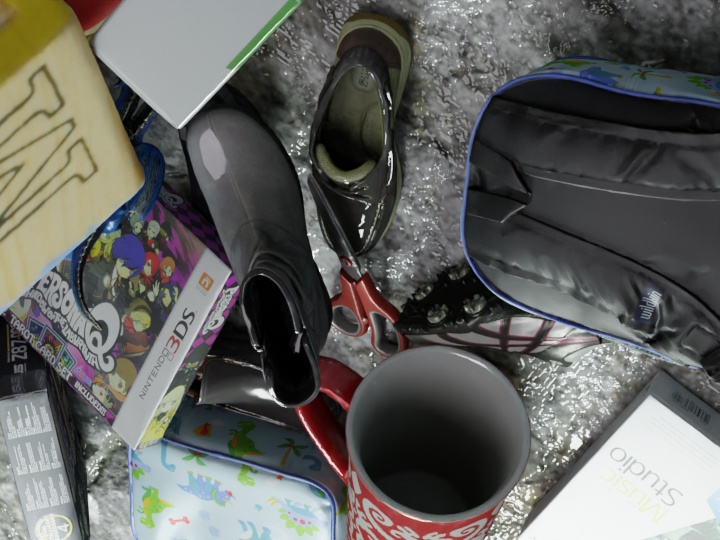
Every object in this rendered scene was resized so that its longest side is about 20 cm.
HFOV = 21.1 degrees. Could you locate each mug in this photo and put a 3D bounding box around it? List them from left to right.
[{"bbox_3d":[0.040,0.143,1.453,0.178,0.133,0.200,60,163,24],"label":"mug"}]

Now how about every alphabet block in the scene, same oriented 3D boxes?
[{"bbox_3d":[-0.287,-0.100,1.259,0.195,0.196,0.200,39,163,23],"label":"alphabet block"}]

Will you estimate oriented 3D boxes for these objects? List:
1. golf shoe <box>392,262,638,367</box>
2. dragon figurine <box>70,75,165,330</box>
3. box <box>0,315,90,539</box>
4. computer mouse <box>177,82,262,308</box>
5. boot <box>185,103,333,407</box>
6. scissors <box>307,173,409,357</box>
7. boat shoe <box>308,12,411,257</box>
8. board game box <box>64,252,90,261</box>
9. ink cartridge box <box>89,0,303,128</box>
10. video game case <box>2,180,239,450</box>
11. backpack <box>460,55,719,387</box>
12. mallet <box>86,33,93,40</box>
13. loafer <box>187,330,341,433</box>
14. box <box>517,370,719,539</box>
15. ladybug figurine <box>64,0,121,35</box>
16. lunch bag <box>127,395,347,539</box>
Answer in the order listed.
[{"bbox_3d":[0.117,0.038,1.393,0.199,0.077,0.088,-10,123,33],"label":"golf shoe"},{"bbox_3d":[-0.178,-0.066,1.386,0.059,0.201,0.099,19,161,-21],"label":"dragon figurine"},{"bbox_3d":[-0.264,0.140,1.608,0.049,0.161,0.201,-11,122,-6],"label":"box"},{"bbox_3d":[-0.113,-0.067,1.466,0.140,0.046,0.201,17,126,42],"label":"computer mouse"},{"bbox_3d":[-0.067,-0.015,1.341,0.069,0.132,0.201,-24,104,9],"label":"boot"},{"bbox_3d":[0.000,0.000,1.427,0.073,0.014,0.201,24,149,21],"label":"scissors"},{"bbox_3d":[-0.008,-0.086,1.375,0.071,0.066,0.202,18,130,12],"label":"boat shoe"},{"bbox_3d":[-0.286,-0.074,1.512,0.199,0.019,0.104,13,103,35],"label":"board game box"},{"bbox_3d":[-0.067,-0.205,1.240,0.084,0.200,0.145,42,131,-8],"label":"ink cartridge box"},{"bbox_3d":[-0.193,0.007,1.491,0.200,0.036,0.182,42,118,22],"label":"video game case"},{"bbox_3d":[0.173,-0.047,1.244,0.199,0.147,0.184,15,111,16],"label":"backpack"},{"bbox_3d":[-0.165,-0.172,1.399,0.199,0.041,0.066,-15,113,31],"label":"mallet"},{"bbox_3d":[-0.113,0.086,1.545,0.199,0.072,0.073,23,130,12],"label":"loafer"},{"bbox_3d":[0.227,0.183,1.458,0.144,0.036,0.200,36,132,2],"label":"box"},{"bbox_3d":[-0.207,-0.234,1.336,0.200,0.072,0.136,-32,86,36],"label":"ladybug figurine"},{"bbox_3d":[-0.095,0.193,1.603,0.199,0.083,0.162,14,126,19],"label":"lunch bag"}]
